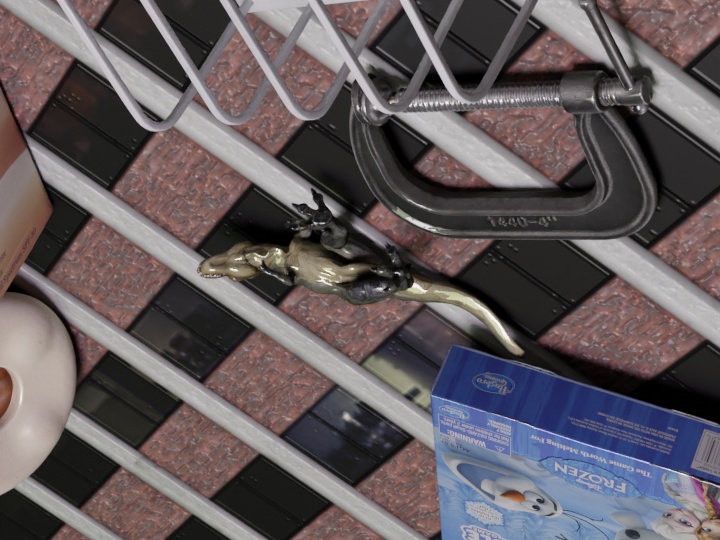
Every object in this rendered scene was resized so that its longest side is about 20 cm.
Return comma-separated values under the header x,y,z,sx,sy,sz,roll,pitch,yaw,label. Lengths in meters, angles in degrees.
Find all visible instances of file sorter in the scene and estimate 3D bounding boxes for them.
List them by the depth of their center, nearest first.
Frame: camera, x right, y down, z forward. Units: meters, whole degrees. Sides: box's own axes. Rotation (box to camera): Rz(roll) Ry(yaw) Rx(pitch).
x,y,z,sx,sy,sz,roll,pitch,yaw,label
-0.028,-0.151,1.061,0.199,0.125,0.139,-2,135,35,file sorter

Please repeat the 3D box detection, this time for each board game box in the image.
x,y,z,sx,sy,sz,roll,pitch,yaw,label
0.143,0.140,1.354,0.199,0.044,0.199,17,149,16,board game box

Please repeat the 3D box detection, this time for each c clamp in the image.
x,y,z,sx,sy,sz,roll,pitch,yaw,label
0.072,-0.075,1.175,0.199,0.027,0.171,-4,138,36,c clamp

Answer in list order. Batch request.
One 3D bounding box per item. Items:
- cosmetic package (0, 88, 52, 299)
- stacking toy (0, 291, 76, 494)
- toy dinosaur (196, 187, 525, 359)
x,y,z,sx,sy,sz,roll,pitch,yaw,label
-0.266,-0.077,1.333,0.087,0.104,0.201,8,141,24,cosmetic package
-0.302,0.059,1.535,0.199,0.146,0.147,24,149,40,stacking toy
0.000,0.000,1.294,0.199,0.048,0.088,16,160,13,toy dinosaur
